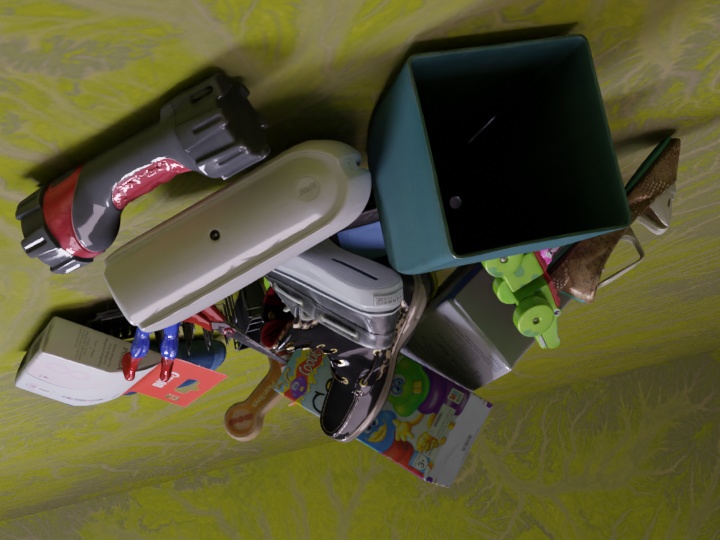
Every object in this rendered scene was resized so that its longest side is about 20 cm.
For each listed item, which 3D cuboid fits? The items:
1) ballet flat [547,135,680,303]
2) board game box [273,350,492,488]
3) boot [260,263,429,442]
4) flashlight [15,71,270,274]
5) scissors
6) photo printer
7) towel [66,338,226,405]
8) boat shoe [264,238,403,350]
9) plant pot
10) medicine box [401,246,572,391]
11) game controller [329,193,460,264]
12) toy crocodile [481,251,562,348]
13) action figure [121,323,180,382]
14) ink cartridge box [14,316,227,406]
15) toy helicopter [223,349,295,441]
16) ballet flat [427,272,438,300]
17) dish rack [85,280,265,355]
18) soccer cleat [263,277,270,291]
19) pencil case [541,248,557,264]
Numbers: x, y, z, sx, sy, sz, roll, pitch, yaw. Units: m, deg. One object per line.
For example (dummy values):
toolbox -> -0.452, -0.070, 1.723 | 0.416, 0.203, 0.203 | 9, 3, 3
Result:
ballet flat -> 0.266, -0.045, 1.086 | 0.200, 0.065, 0.071 | -47, 172, -6
board game box -> 0.025, 0.138, 1.188 | 0.199, 0.105, 0.103 | 27, 176, 25
boot -> -0.031, 0.073, 1.065 | 0.150, 0.073, 0.201 | 12, 115, -38
flashlight -> -0.150, -0.061, 0.756 | 0.199, 0.069, 0.068 | -22, 162, 28
scissors -> -0.152, 0.058, 1.142 | 0.073, 0.014, 0.200 | -27, 134, 14
photo printer -> -0.082, -0.031, 0.831 | 0.199, 0.070, 0.166 | -30, -179, 2
towel -> -0.275, 0.127, 1.397 | 0.199, 0.049, 0.111 | -2, 160, -41
boat shoe -> -0.045, 0.011, 0.940 | 0.072, 0.072, 0.199 | -13, -151, -38
plant pot -> 0.082, -0.072, 0.840 | 0.140, 0.143, 0.200 | -10, 174, -18
medicine box -> 0.145, 0.044, 1.251 | 0.182, 0.103, 0.200 | -44, -179, -29
game controller -> 0.032, -0.040, 1.048 | 0.198, 0.042, 0.105 | -15, 140, 1
toy crocodile -> 0.150, -0.003, 1.029 | 0.061, 0.068, 0.201 | -30, 124, 3
action figure -> -0.194, 0.038, 1.066 | 0.065, 0.052, 0.200 | 8, 142, -16
ink cartridge box -> -0.269, 0.122, 1.210 | 0.199, 0.057, 0.162 | 26, 152, -18
toy helicopter -> -0.082, 0.129, 1.310 | 0.200, 0.132, 0.079 | -48, 166, -3
ballet flat -> 0.041, 0.019, 1.311 | 0.067, 0.067, 0.200 | -31, -179, -37
dish rack -> -0.202, 0.063, 1.212 | 0.198, 0.055, 0.153 | -11, 165, -15
soccer cleat -> 0.000, 0.000, 1.125 | 0.198, 0.082, 0.068 | -16, 166, 1
pencil case -> 0.181, -0.069, 1.049 | 0.088, 0.089, 0.200 | -14, 165, -4
